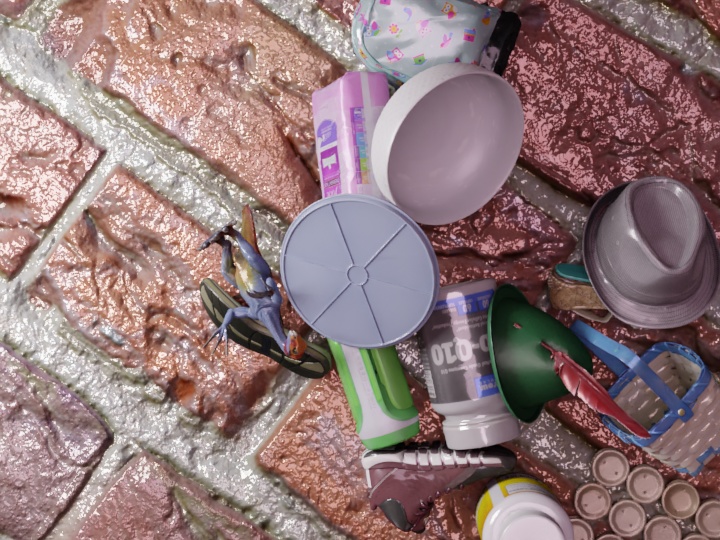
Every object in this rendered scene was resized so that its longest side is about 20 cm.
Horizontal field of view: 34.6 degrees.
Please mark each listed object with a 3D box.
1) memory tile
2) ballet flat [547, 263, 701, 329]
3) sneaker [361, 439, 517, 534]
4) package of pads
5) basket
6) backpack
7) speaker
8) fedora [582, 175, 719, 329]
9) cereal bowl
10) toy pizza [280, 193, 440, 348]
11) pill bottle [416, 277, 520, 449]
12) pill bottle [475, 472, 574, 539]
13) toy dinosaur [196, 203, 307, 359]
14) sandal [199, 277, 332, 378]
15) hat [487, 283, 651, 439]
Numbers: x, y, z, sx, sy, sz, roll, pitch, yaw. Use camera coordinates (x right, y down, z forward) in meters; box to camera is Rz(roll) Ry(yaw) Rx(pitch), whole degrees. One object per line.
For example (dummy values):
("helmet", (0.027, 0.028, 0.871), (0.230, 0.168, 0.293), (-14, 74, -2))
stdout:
("memory tile", (0.368, 0.331, 1.500), (0.200, 0.017, 0.154), (26, 91, 2))
("ballet flat", (0.336, 0.038, 1.485), (0.199, 0.071, 0.065), (11, 118, 4))
("sneaker", (0.102, 0.281, 1.487), (0.199, 0.076, 0.116), (-1, 95, 12))
("package of pads", (-0.006, -0.143, 1.457), (0.075, 0.120, 0.201), (-6, 90, -19))
("basket", (0.354, 0.144, 1.425), (0.200, 0.176, 0.139), (39, 92, -17))
("backpack", (0.087, -0.289, 1.449), (0.200, 0.127, 0.167), (22, 89, -3))
("speaker", (0.011, 0.122, 1.476), (0.088, 0.088, 0.200), (-18, 89, 2))
("fedora", (0.368, -0.037, 1.427), (0.176, 0.090, 0.200), (2, 65, -1))
("cereal bowl", (0.093, -0.159, 1.381), (0.200, 0.200, 0.083), (-50, 46, 1))
("toy pizza", (0.000, 0.000, 1.394), (0.200, 0.032, 0.201), (6, 114, 15))
("pill bottle", (0.135, 0.117, 1.458), (0.113, 0.114, 0.201), (-12, 90, 2))
("pill bottle", (0.200, 0.316, 1.413), (0.109, 0.200, 0.110), (0, 90, 2))
("toy dinosaur", (-0.116, 0.019, 1.433), (0.182, 0.200, 0.105), (49, 135, -8))
("sandal", (-0.121, 0.070, 1.495), (0.201, 0.080, 0.057), (31, 59, 3))
("hat", (0.268, 0.099, 1.397), (0.176, 0.166, 0.201), (-13, 88, 30))
